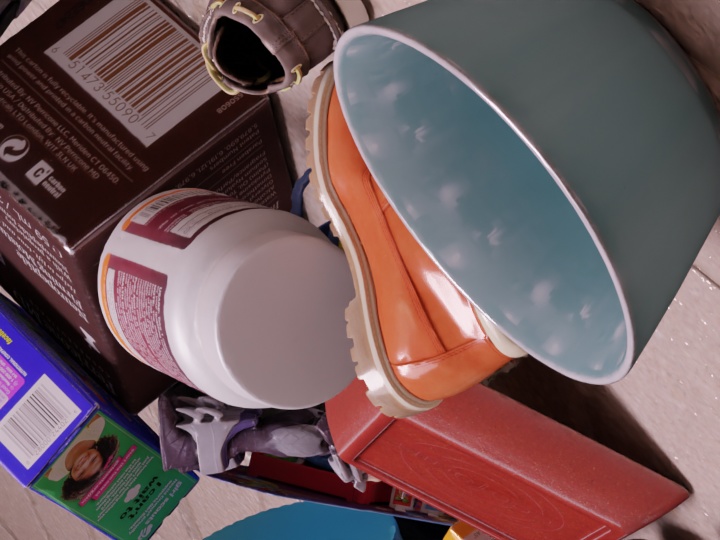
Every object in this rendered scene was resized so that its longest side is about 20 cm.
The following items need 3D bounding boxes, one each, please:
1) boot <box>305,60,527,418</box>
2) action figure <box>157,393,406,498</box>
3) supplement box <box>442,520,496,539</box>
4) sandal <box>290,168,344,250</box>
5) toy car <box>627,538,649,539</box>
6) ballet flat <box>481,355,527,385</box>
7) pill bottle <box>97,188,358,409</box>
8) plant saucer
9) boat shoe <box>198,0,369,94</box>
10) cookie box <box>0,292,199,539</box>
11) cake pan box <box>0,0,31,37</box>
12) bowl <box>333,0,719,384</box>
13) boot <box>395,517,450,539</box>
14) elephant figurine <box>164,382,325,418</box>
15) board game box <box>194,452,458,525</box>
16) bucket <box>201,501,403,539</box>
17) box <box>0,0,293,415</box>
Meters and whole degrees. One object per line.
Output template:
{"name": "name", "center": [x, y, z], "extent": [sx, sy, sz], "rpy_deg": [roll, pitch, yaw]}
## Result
{"name": "boot", "center": [0.038, -0.032, 1.488], "extent": [0.107, 0.075, 0.201], "rpy_deg": [-25, 76, 40]}
{"name": "action figure", "center": [-0.029, 0.105, 1.816], "extent": [0.130, 0.199, 0.070], "rpy_deg": [-74, -18, -77]}
{"name": "supplement box", "center": [0.127, 0.253, 1.799], "extent": [0.200, 0.073, 0.126], "rpy_deg": [47, 140, 16]}
{"name": "sandal", "center": [0.000, 0.000, 1.677], "extent": [0.087, 0.079, 0.200], "rpy_deg": [49, 157, 27]}
{"name": "toy car", "center": [0.156, 0.278, 1.608], "extent": [0.177, 0.200, 0.184], "rpy_deg": [47, 163, -1]}
{"name": "ballet flat", "center": [0.068, 0.031, 1.571], "extent": [0.076, 0.064, 0.200], "rpy_deg": [48, 162, 11]}
{"name": "pill bottle", "center": [-0.071, 0.017, 1.594], "extent": [0.114, 0.114, 0.200], "rpy_deg": [57, 166, -18]}
{"name": "plant saucer", "center": [0.076, 0.118, 1.648], "extent": [0.199, 0.037, 0.200], "rpy_deg": [27, 163, -3]}
{"name": "boat shoe", "center": [-0.058, -0.132, 1.563], "extent": [0.072, 0.059, 0.200], "rpy_deg": [54, 163, -11]}
{"name": "cookie box", "center": [-0.215, 0.090, 1.858], "extent": [0.171, 0.075, 0.200], "rpy_deg": [42, 178, 25]}
{"name": "cake pan box", "center": [-0.256, -0.172, 1.770], "extent": [0.052, 0.184, 0.200], "rpy_deg": [38, 161, -1]}
{"name": "bowl", "center": [0.090, -0.058, 1.261], "extent": [0.201, 0.105, 0.201], "rpy_deg": [44, 161, 19]}
{"name": "boot", "center": [0.077, 0.241, 1.996], "extent": [0.200, 0.066, 0.165], "rpy_deg": [11, 141, 56]}
{"name": "elephant figurine", "center": [-0.122, 0.036, 1.961], "extent": [0.200, 0.141, 0.156], "rpy_deg": [24, 134, 45]}
{"name": "board game box", "center": [-0.016, 0.136, 1.920], "extent": [0.199, 0.039, 0.158], "rpy_deg": [12, -179, -18]}
{"name": "bucket", "center": [-0.041, 0.258, 1.921], "extent": [0.207, 0.207, 0.135], "rpy_deg": [18, 129, 61]}
{"name": "box", "center": [-0.153, -0.052, 1.791], "extent": [0.166, 0.164, 0.200], "rpy_deg": [41, 160, 30]}
